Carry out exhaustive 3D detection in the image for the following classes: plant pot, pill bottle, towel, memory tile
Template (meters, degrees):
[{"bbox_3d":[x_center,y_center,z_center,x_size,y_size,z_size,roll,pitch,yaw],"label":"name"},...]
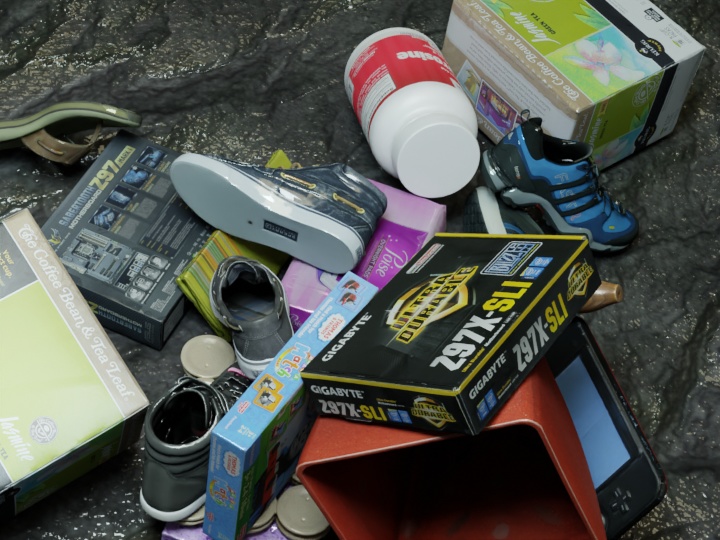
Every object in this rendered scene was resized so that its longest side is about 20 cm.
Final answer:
[{"bbox_3d":[0.085,0.140,1.233,0.200,0.200,0.176,-13,39,20],"label":"plant pot"},{"bbox_3d":[0.056,-0.161,1.531,0.112,0.112,0.200,-4,34,-12],"label":"pill bottle"},{"bbox_3d":[-0.106,-0.026,1.456,0.018,0.086,0.200,-7,36,39],"label":"towel"},{"bbox_3d":[-0.092,0.145,1.311,0.153,0.017,0.200,6,49,-3],"label":"memory tile"}]

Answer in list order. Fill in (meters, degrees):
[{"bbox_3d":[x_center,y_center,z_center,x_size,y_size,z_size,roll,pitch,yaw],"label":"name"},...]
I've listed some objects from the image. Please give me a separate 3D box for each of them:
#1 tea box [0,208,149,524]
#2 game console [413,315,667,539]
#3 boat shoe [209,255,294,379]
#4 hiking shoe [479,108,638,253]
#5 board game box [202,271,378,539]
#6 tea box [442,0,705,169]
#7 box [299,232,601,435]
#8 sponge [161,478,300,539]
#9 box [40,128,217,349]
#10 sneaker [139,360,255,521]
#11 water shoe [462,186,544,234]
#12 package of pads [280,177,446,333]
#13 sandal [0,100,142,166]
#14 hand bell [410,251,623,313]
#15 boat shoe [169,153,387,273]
[{"bbox_3d":[-0.310,0.093,1.234,0.197,0.134,0.200,-29,79,-19],"label":"tea box"},{"bbox_3d":[0.145,0.157,1.316,0.119,0.172,0.200,9,44,-37],"label":"game console"},{"bbox_3d":[-0.100,0.023,1.309,0.070,0.066,0.200,-13,27,-4],"label":"boat shoe"},{"bbox_3d":[0.218,-0.083,1.502,0.200,0.087,0.074,25,36,-28],"label":"hiking shoe"},{"bbox_3d":[-0.058,0.115,1.230,0.037,0.151,0.200,28,51,14],"label":"board game box"},{"bbox_3d":[0.223,-0.221,1.615,0.197,0.134,0.200,-29,61,-28],"label":"tea box"},{"bbox_3d":[0.073,0.044,1.169,0.160,0.049,0.200,5,38,42],"label":"box"},{"bbox_3d":[-0.089,0.174,1.316,0.111,0.030,0.200,17,51,5],"label":"sponge"},{"bbox_3d":[-0.216,-0.034,1.454,0.158,0.051,0.200,23,51,9],"label":"box"},{"bbox_3d":[-0.116,0.114,1.257,0.071,0.099,0.200,26,49,16],"label":"sneaker"},{"bbox_3d":[0.163,-0.009,1.481,0.079,0.072,0.200,-1,51,-17],"label":"water shoe"},{"bbox_3d":[0.000,0.000,1.444,0.120,0.076,0.200,18,50,10],"label":"package of pads"},{"bbox_3d":[-0.309,-0.129,1.490,0.201,0.080,0.057,-11,84,17],"label":"sandal"},{"bbox_3d":[0.148,0.025,1.367,0.200,0.104,0.104,-4,41,34],"label":"hand bell"},{"bbox_3d":[-0.076,-0.073,1.409,0.200,0.071,0.091,26,49,7],"label":"boat shoe"}]
